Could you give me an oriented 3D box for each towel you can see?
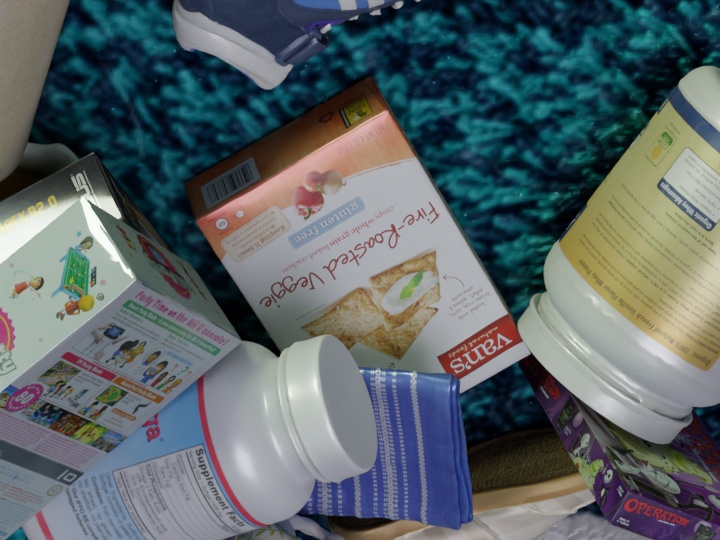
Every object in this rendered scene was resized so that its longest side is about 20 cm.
[{"bbox_3d":[-0.032,0.108,1.603,0.199,0.024,0.145,2,139,8],"label":"towel"}]

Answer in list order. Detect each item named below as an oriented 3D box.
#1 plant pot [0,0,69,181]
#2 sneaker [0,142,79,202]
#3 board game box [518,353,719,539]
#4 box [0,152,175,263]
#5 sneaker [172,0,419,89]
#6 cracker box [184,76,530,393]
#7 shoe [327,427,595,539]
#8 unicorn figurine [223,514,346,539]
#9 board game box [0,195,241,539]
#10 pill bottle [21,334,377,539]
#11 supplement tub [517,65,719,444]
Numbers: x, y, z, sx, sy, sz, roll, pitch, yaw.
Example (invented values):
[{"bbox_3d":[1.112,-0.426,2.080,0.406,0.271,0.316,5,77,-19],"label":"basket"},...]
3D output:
[{"bbox_3d":[-0.235,-0.146,1.406,0.200,0.201,0.184,2,127,-14],"label":"plant pot"},{"bbox_3d":[-0.255,-0.042,1.491,0.199,0.077,0.081,-6,156,-18],"label":"sneaker"},{"bbox_3d":[0.178,0.114,1.615,0.120,0.200,0.032,26,107,-24],"label":"board game box"},{"bbox_3d":[-0.184,0.023,1.511,0.158,0.048,0.200,-27,156,3],"label":"box"},{"bbox_3d":[-0.015,-0.168,1.510,0.200,0.081,0.147,-4,147,-35],"label":"sneaker"},{"bbox_3d":[0.000,0.000,1.597,0.134,0.058,0.200,-30,120,4],"label":"cracker box"},{"bbox_3d":[0.080,0.151,1.689,0.199,0.070,0.053,-14,120,3],"label":"shoe"},{"bbox_3d":[-0.061,0.172,1.596,0.137,0.200,0.074,29,77,-13],"label":"unicorn figurine"},{"bbox_3d":[-0.181,0.062,1.423,0.200,0.064,0.148,-38,156,7],"label":"board game box"},{"bbox_3d":[-0.097,0.105,1.519,0.200,0.109,0.109,-19,121,18],"label":"pill bottle"},{"bbox_3d":[0.202,-0.008,1.589,0.144,0.144,0.200,30,106,-25],"label":"supplement tub"}]
